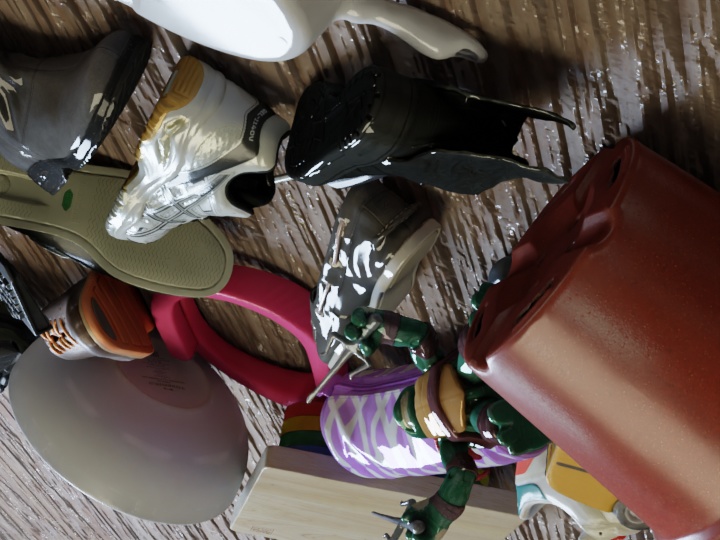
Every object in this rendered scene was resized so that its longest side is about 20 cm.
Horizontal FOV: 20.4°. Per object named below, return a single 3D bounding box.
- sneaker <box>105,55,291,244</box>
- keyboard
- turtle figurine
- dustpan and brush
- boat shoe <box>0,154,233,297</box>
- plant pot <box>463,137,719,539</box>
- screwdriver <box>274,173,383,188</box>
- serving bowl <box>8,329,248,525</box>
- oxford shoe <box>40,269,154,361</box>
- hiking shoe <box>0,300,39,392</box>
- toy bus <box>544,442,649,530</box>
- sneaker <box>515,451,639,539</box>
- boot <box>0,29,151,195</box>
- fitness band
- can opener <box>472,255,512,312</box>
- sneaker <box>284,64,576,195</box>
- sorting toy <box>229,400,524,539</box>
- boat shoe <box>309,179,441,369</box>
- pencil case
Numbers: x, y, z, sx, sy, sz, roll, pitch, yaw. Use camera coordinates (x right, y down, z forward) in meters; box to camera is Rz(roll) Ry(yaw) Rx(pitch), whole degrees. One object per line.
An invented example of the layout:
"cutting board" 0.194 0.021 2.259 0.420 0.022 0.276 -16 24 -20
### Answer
"sneaker" -0.099 -0.053 1.230 0.087 0.076 0.200 26 157 -6
"keyboard" -0.278 -0.021 1.416 0.200 0.021 0.127 46 167 34
"turtle figurine" 0.049 0.081 1.228 0.150 0.100 0.200 63 149 3
"dustpan and brush" -0.031 -0.142 1.023 0.199 0.057 0.140 31 158 1
"boat shoe" -0.178 -0.036 1.366 0.199 0.072 0.068 21 177 3
"plant pot" 0.173 0.045 1.057 0.195 0.201 0.201 36 155 -9
"screwdriver" -0.044 -0.055 1.228 0.028 0.029 0.199 37 150 -28
"serving bowl" -0.166 0.100 1.532 0.199 0.200 0.066 28 115 -10
"oxford shoe" -0.192 0.042 1.419 0.072 0.073 0.200 62 180 -1
"hiking shoe" -0.279 0.052 1.643 0.101 0.075 0.200 63 -172 17
"toy bus" 0.213 0.118 1.212 0.199 0.065 0.079 14 127 -1
"sneaker" 0.192 0.151 1.341 0.199 0.094 0.070 12 -178 30
"boot" -0.213 -0.118 1.217 0.131 0.070 0.200 35 151 -12
"fitness band" -0.081 0.048 1.477 0.143 0.038 0.200 17 157 14
"can opener" 0.158 0.061 1.257 0.199 0.053 0.066 30 157 -14
"sneaker" 0.032 -0.069 1.083 0.104 0.060 0.200 15 173 -17
"sorting toy" 0.013 0.165 1.553 0.199 0.070 0.199 12 158 -7
"boat shoe" 0.000 0.000 1.277 0.057 0.067 0.200 45 153 8
"pencil case" 0.054 0.096 1.372 0.085 0.084 0.200 41 148 -21
